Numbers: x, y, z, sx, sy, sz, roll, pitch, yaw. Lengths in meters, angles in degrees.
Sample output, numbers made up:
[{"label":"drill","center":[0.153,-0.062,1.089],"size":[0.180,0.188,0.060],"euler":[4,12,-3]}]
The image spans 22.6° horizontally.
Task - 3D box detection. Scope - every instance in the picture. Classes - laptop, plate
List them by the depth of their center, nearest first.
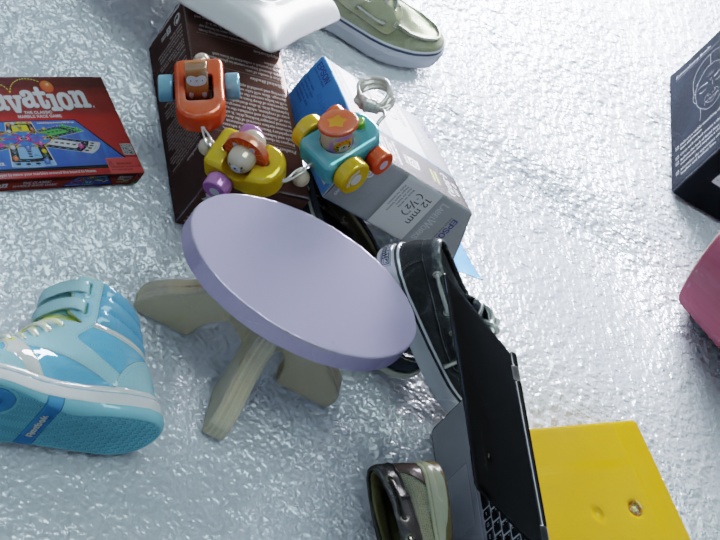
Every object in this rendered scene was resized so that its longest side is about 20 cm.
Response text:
[{"label":"laptop","center":[0.073,0.144,1.393],"size":[0.115,0.200,0.188],"euler":[15,48,-25]},{"label":"plate","center":[-0.125,-0.274,1.640],"size":[0.199,0.032,0.200],"euler":[31,24,7]}]

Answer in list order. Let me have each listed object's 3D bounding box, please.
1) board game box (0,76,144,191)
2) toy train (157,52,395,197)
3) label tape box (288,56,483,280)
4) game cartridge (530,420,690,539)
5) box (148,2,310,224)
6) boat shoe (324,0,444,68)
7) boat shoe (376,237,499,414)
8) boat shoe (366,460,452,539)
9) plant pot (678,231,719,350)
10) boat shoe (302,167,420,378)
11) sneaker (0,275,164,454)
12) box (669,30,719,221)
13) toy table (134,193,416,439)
[{"label":"board game box","center":[-0.278,-0.112,1.460],"size":[0.199,0.019,0.103],"euler":[-6,60,-42]},{"label":"toy train","center":[-0.069,-0.130,1.470],"size":[0.199,0.056,0.151],"euler":[1,56,-1]},{"label":"label tape box","center":[0.036,-0.088,1.605],"size":[0.200,0.066,0.144],"euler":[27,26,-36]},{"label":"game cartridge","center":[0.197,0.217,1.561],"size":[0.199,0.032,0.177],"euler":[-1,57,-37]},{"label":"box","center":[-0.116,-0.130,1.567],"size":[0.100,0.075,0.201],"euler":[13,48,-31]},{"label":"boat shoe","center":[0.006,-0.260,1.781],"size":[0.199,0.062,0.072],"euler":[20,46,-27]},{"label":"boat shoe","center":[0.082,0.049,1.511],"size":[0.074,0.068,0.200],"euler":[-77,147,-51]},{"label":"boat shoe","center":[0.038,0.238,1.388],"size":[0.066,0.072,0.202],"euler":[5,55,-16]},{"label":"plant pot","center":[0.425,0.035,1.789],"size":[0.179,0.201,0.200],"euler":[39,38,19]},{"label":"boat shoe","center":[0.000,0.000,1.557],"size":[0.075,0.062,0.201],"euler":[-15,67,-46]},{"label":"sneaker","center":[-0.239,0.056,1.308],"size":[0.199,0.079,0.131],"euler":[19,48,-39]},{"label":"box","center":[0.426,-0.171,1.980],"size":[0.107,0.148,0.201],"euler":[27,44,-19]},{"label":"toy table","center":[-0.071,0.036,1.428],"size":[0.200,0.117,0.184],"euler":[36,41,-7]}]
